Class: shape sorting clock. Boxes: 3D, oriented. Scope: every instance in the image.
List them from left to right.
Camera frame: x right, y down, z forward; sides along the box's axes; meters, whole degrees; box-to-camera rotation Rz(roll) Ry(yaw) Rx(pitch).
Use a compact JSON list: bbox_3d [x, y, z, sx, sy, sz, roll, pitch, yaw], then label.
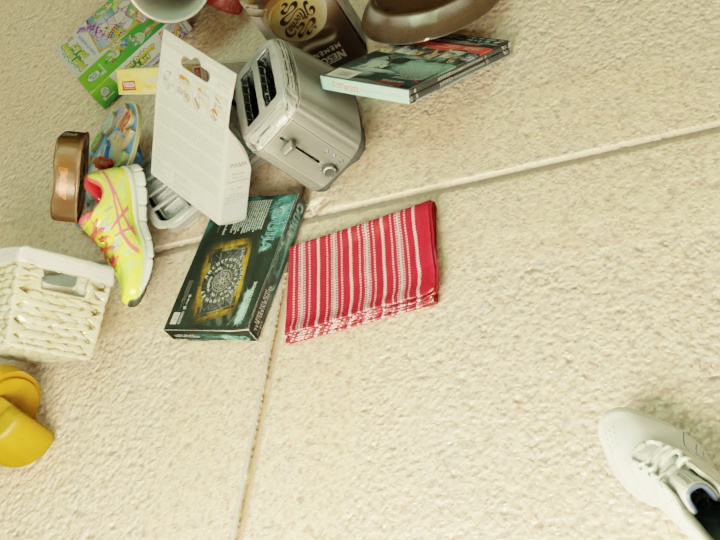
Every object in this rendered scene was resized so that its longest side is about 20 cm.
[{"bbox_3d":[-0.369,-0.151,1.509,0.199,0.039,0.201,-33,42,37],"label":"shape sorting clock"}]

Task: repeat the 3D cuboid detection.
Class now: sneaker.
[{"bbox_3d":[-0.322,-0.045,1.369,0.078,0.090,0.202,-47,49,53],"label":"sneaker"},{"bbox_3d":[0.266,0.172,0.858,0.074,0.087,0.200,-44,44,-2],"label":"sneaker"}]

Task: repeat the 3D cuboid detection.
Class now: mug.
[{"bbox_3d":[-0.279,-0.456,1.649,0.133,0.178,0.200,-35,20,11],"label":"mug"}]

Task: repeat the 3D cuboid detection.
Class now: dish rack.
[{"bbox_3d":[-0.216,-0.145,1.442,0.200,0.044,0.172,-40,44,0],"label":"dish rack"}]

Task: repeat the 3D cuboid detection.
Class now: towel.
[{"bbox_3d":[0.000,0.000,1.207,0.199,0.023,0.146,-17,49,22],"label":"towel"}]

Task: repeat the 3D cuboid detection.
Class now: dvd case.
[{"bbox_3d":[0.070,-0.253,1.286,0.145,0.022,0.199,18,36,40],"label":"dvd case"}]

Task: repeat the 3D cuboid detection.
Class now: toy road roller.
[{"bbox_3d":[-0.475,0.208,1.292,0.145,0.123,0.201,25,72,30],"label":"toy road roller"}]

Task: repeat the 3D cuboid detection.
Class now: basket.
[{"bbox_3d":[-0.423,0.049,1.332,0.199,0.135,0.125,-6,73,47],"label":"basket"}]

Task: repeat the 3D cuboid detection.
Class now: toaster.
[{"bbox_3d":[-0.079,-0.204,1.322,0.114,0.129,0.201,-40,42,29],"label":"toaster"}]

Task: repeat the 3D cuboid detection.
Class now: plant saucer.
[{"bbox_3d":[0.091,-0.363,1.381,0.198,0.032,0.201,-14,38,11],"label":"plant saucer"}]

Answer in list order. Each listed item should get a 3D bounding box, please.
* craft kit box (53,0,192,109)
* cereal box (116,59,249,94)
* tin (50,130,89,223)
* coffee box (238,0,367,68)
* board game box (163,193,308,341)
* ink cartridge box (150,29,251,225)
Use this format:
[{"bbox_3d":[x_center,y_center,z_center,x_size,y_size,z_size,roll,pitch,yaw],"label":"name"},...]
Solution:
[{"bbox_3d":[-0.398,-0.383,1.742,0.198,0.049,0.200,-45,45,-1],"label":"craft kit box"},{"bbox_3d":[-0.216,-0.268,1.449,0.143,0.040,0.199,5,15,35],"label":"cereal box"},{"bbox_3d":[-0.385,-0.125,1.393,0.041,0.113,0.200,1,11,-11],"label":"tin"},{"bbox_3d":[-0.086,-0.361,1.411,0.112,0.200,0.080,-24,44,16],"label":"coffee box"},{"bbox_3d":[-0.153,-0.005,1.305,0.134,0.028,0.201,-1,56,32],"label":"board game box"},{"bbox_3d":[-0.196,-0.180,1.307,0.047,0.201,0.160,-16,39,-40],"label":"ink cartridge box"}]
